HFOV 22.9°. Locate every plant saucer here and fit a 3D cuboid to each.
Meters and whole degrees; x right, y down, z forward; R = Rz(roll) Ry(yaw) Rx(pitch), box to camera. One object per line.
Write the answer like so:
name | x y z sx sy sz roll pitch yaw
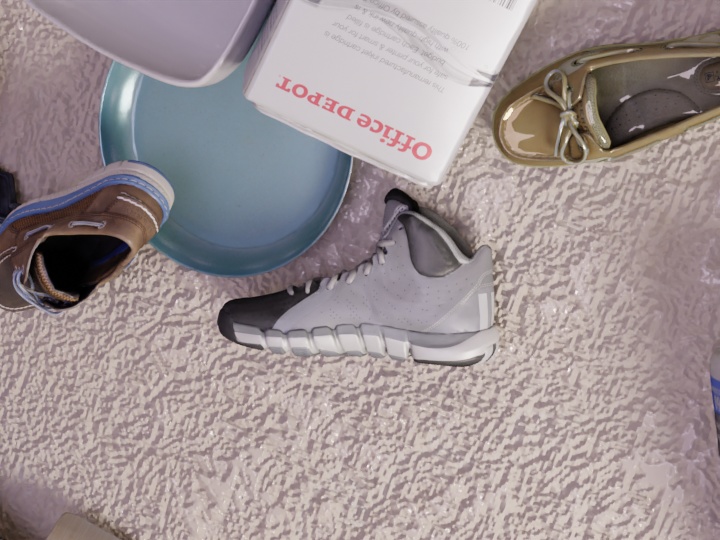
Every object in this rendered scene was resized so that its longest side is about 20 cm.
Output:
plant saucer | -0.093 -0.097 1.260 0.198 0.027 0.203 4 102 20

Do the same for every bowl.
bowl | -0.122 -0.236 1.200 0.199 0.074 0.201 30 101 24

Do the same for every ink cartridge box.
ink cartridge box | 0.028 -0.177 1.140 0.144 0.084 0.201 24 110 -13

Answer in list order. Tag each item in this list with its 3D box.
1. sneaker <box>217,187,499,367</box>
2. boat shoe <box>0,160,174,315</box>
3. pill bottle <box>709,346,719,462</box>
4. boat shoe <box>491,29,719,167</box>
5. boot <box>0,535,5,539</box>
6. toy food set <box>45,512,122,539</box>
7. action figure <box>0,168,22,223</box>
sneaker | 0.000 0.000 1.226 0.197 0.075 0.117 3 97 10
boat shoe | -0.216 -0.011 1.272 0.072 0.073 0.199 39 134 -21
pill bottle | 0.284 0.144 1.114 0.113 0.114 0.203 -5 98 22
boat shoe | 0.173 -0.109 1.135 0.198 0.063 0.074 -9 97 22
boot | -0.313 0.175 1.366 0.174 0.069 0.201 43 123 18
toy food set | -0.207 0.302 1.372 0.142 0.060 0.201 28 111 2
action figure | -0.353 -0.096 1.322 0.198 0.104 0.196 4 92 17
